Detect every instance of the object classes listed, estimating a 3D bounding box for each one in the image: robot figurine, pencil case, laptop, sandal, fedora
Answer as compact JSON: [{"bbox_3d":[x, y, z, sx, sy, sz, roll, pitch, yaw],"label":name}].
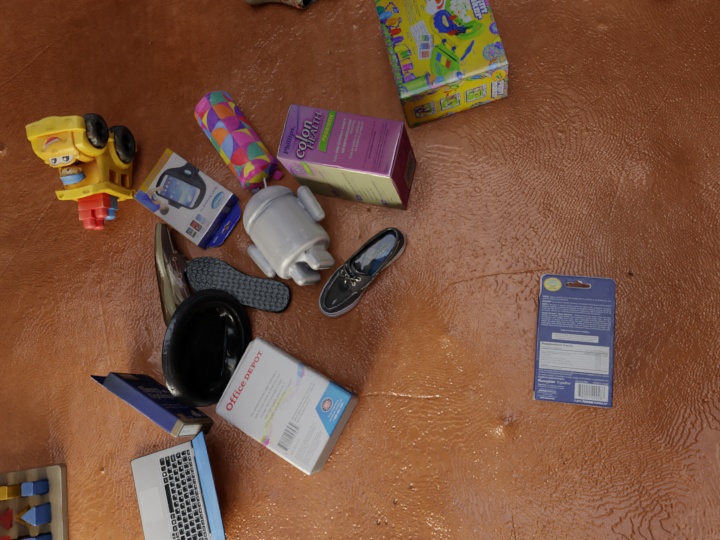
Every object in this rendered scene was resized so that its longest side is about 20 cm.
[{"bbox_3d":[-0.131,-0.068,1.171,0.170,0.113,0.201,-45,72,17],"label":"robot figurine"},{"bbox_3d":[-0.232,-0.243,1.248,0.088,0.088,0.201,-36,76,2],"label":"pencil case"},{"bbox_3d":[-0.309,0.388,1.114,0.197,0.116,0.190,-19,75,7],"label":"laptop"},{"bbox_3d":[-0.223,0.033,1.210,0.197,0.048,0.077,19,82,2],"label":"sandal"},{"bbox_3d":[-0.283,0.130,1.157,0.091,0.199,0.204,5,78,43],"label":"fedora"}]

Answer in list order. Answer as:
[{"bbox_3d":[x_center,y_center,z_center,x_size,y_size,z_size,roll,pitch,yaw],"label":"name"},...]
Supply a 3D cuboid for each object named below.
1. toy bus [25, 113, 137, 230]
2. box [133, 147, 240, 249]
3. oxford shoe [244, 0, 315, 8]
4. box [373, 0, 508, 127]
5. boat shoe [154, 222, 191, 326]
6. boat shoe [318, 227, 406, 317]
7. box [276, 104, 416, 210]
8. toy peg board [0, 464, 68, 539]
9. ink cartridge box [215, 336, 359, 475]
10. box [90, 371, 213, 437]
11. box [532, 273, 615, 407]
[{"bbox_3d":[-0.512,-0.178,1.237,0.133,0.200,0.196,-5,85,11],"label":"toy bus"},{"bbox_3d":[-0.324,-0.132,1.264,0.199,0.041,0.120,34,87,18],"label":"box"},{"bbox_3d":[-0.140,-0.549,1.296,0.197,0.070,0.076,-13,81,10],"label":"oxford shoe"},{"bbox_3d":[0.144,-0.394,1.175,0.189,0.122,0.203,-15,75,9],"label":"box"},{"bbox_3d":[-0.341,0.004,1.234,0.071,0.072,0.203,-7,66,-21],"label":"boat shoe"},{"bbox_3d":[0.000,0.000,1.153,0.199,0.066,0.070,-41,73,1],"label":"boat shoe"},{"bbox_3d":[-0.016,-0.191,1.140,0.197,0.176,0.098,11,81,14],"label":"box"},{"bbox_3d":[-0.635,0.465,1.177,0.196,0.098,0.204,-11,77,10],"label":"toy peg board"},{"bbox_3d":[-0.123,0.226,1.124,0.198,0.085,0.146,28,85,15],"label":"ink cartridge box"},{"bbox_3d":[-0.362,0.224,1.155,0.198,0.121,0.033,28,86,16],"label":"box"},{"bbox_3d":[0.344,0.111,1.067,0.119,0.032,0.204,4,81,12],"label":"box"}]
